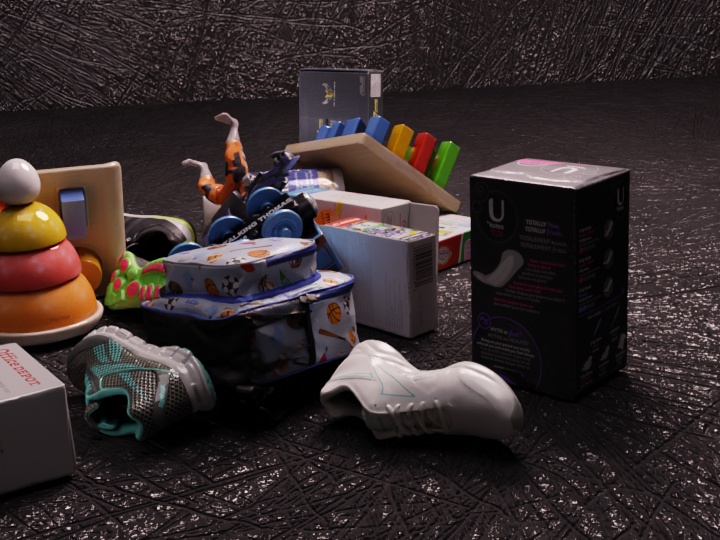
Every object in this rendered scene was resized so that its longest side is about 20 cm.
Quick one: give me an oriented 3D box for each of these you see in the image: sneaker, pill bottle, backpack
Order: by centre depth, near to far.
[{"bbox_3d":[0.050,0.119,0.986,0.199,0.071,0.080,8,34,41],"label":"sneaker"},{"bbox_3d":[-0.224,0.107,1.044,0.198,0.078,0.091,3,30,45],"label":"sneaker"},{"bbox_3d":[-0.099,0.045,1.113,0.189,0.156,0.199,-4,10,-44],"label":"backpack"},{"bbox_3d":[-0.243,0.026,1.355,0.083,0.078,0.199,29,-11,-33],"label":"sneaker"},{"bbox_3d":[-0.318,-0.039,1.543,0.197,0.073,0.083,-6,18,10],"label":"sneaker"},{"bbox_3d":[-0.121,-0.084,1.607,0.197,0.113,0.111,-4,16,-6],"label":"pill bottle"}]

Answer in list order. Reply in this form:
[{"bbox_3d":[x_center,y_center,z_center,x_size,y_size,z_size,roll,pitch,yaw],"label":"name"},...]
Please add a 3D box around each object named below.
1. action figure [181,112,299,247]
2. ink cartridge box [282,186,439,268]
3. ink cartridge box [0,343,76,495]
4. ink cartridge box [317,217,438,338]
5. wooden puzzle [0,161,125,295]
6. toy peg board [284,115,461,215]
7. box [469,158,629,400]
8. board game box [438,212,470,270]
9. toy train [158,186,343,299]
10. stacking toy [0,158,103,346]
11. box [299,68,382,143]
[{"bbox_3d":[-0.138,-0.111,1.496,0.200,0.195,0.104,-39,-15,30],"label":"action figure"},{"bbox_3d":[-0.005,-0.031,1.387,0.198,0.117,0.068,10,16,34],"label":"ink cartridge box"},{"bbox_3d":[-0.353,0.134,0.940,0.198,0.086,0.144,-11,18,-32],"label":"ink cartridge box"},{"bbox_3d":[0.000,0.000,1.300,0.050,0.111,0.199,-17,21,-41],"label":"ink cartridge box"},{"bbox_3d":[-0.377,-0.032,1.366,0.197,0.187,0.046,-10,38,-20],"label":"wooden puzzle"},{"bbox_3d":[0.028,-0.166,1.654,0.198,0.099,0.199,32,-19,-32],"label":"toy peg board"},{"bbox_3d":[0.181,0.003,1.095,0.121,0.203,0.105,12,22,40],"label":"box"},{"bbox_3d":[0.067,-0.037,1.543,0.152,0.041,0.199,12,22,42],"label":"board game box"},{"bbox_3d":[-0.120,-0.002,1.238,0.199,0.115,0.087,-35,36,-3],"label":"toy train"},{"bbox_3d":[-0.371,-0.026,1.286,0.144,0.203,0.146,-2,16,1],"label":"stacking toy"},{"bbox_3d":[-0.036,-0.257,2.030,0.156,0.203,0.051,9,14,36],"label":"box"}]
